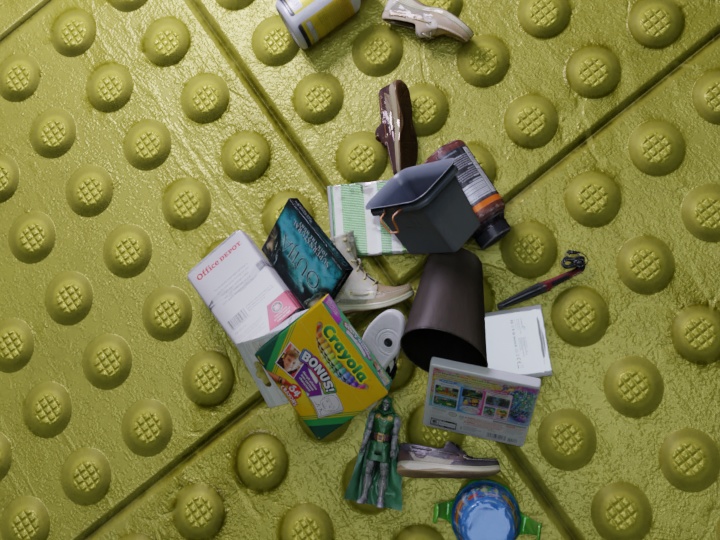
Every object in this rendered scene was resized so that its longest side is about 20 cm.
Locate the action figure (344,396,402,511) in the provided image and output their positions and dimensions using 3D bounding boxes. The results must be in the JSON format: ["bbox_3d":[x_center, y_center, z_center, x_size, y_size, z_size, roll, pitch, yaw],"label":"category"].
[{"bbox_3d":[0.036,0.343,1.453,0.115,0.055,0.206,7,78,11],"label":"action figure"}]

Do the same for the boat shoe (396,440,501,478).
[{"bbox_3d":[0.164,0.351,1.422,0.194,0.072,0.066,0,65,1],"label":"boat shoe"}]

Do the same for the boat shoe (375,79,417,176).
[{"bbox_3d":[0.066,-0.278,1.539,0.071,0.071,0.206,-11,82,36],"label":"boat shoe"}]

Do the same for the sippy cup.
[{"bbox_3d":[0.227,0.453,1.369,0.175,0.130,0.142,-28,79,2],"label":"sippy cup"}]

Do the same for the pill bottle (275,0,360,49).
[{"bbox_3d":[-0.069,-0.558,1.568,0.198,0.112,0.113,-35,79,1],"label":"pill bottle"}]

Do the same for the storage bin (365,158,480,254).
[{"bbox_3d":[0.118,-0.101,1.409,0.146,0.199,0.135,-46,110,-23],"label":"storage bin"}]

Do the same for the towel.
[{"bbox_3d":[0.033,-0.106,1.534,0.194,0.023,0.157,-5,82,5],"label":"towel"}]

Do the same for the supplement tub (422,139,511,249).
[{"bbox_3d":[0.208,-0.143,1.473,0.106,0.107,0.203,-32,79,2],"label":"supplement tub"}]

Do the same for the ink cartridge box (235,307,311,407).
[{"bbox_3d":[-0.118,0.167,1.467,0.195,0.048,0.163,-18,114,15],"label":"ink cartridge box"}]

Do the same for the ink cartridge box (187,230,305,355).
[{"bbox_3d":[-0.226,0.046,1.514,0.146,0.083,0.201,-39,79,1],"label":"ink cartridge box"}]

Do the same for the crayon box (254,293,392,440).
[{"bbox_3d":[-0.066,0.177,1.382,0.171,0.058,0.202,-36,94,22],"label":"crayon box"}]

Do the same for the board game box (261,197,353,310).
[{"bbox_3d":[-0.107,-0.022,1.480,0.201,0.028,0.137,50,123,26],"label":"board game box"}]

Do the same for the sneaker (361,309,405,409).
[{"bbox_3d":[0.042,0.153,1.439,0.072,0.112,0.204,24,109,13],"label":"sneaker"}]

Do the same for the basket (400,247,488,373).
[{"bbox_3d":[0.164,0.071,1.403,0.179,0.135,0.204,34,49,-25],"label":"basket"}]

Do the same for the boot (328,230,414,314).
[{"bbox_3d":[0.000,0.000,1.485,0.195,0.072,0.159,-9,90,11],"label":"boot"}]

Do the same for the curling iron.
[{"bbox_3d":[0.349,0.022,1.469,0.197,0.026,0.050,-32,86,1],"label":"curling iron"}]

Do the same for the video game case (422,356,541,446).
[{"bbox_3d":[0.216,0.242,1.390,0.195,0.185,0.024,11,44,9],"label":"video game case"}]

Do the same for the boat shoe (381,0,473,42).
[{"bbox_3d":[0.137,-0.502,1.557,0.197,0.072,0.066,28,95,13],"label":"boat shoe"}]

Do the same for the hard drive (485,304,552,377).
[{"bbox_3d":[0.259,0.148,1.463,0.194,0.026,0.136,-9,80,6],"label":"hard drive"}]
